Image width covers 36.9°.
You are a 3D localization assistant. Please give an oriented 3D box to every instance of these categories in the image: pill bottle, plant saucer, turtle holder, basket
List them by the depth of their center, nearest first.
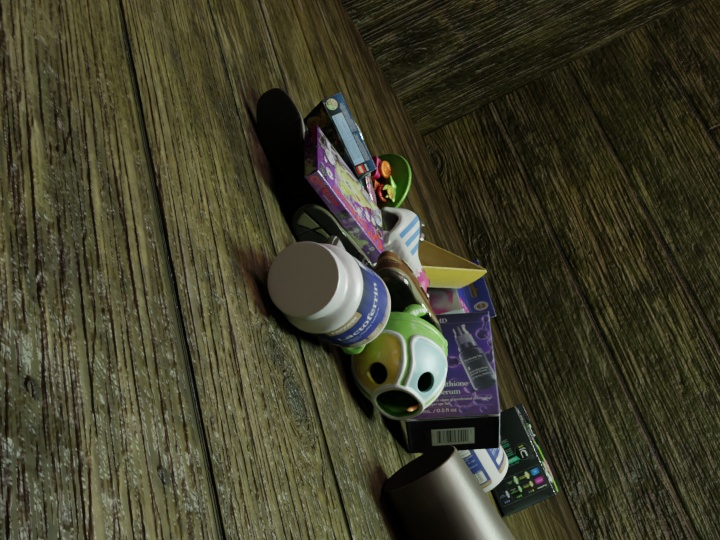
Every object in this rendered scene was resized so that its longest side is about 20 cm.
[{"bbox_3d":[-0.040,0.030,1.391,0.116,0.115,0.200,68,12,18],"label":"pill bottle"},{"bbox_3d":[0.127,0.349,1.443,0.200,0.136,0.180,60,9,-4],"label":"basket"},{"bbox_3d":[0.051,0.127,1.548,0.186,0.140,0.132,74,16,-45],"label":"turtle holder"},{"bbox_3d":[0.163,0.276,1.823,0.200,0.111,0.111,59,12,-28],"label":"pill bottle"},{"bbox_3d":[0.090,-0.014,1.932,0.199,0.049,0.200,3,17,-40],"label":"plant saucer"}]

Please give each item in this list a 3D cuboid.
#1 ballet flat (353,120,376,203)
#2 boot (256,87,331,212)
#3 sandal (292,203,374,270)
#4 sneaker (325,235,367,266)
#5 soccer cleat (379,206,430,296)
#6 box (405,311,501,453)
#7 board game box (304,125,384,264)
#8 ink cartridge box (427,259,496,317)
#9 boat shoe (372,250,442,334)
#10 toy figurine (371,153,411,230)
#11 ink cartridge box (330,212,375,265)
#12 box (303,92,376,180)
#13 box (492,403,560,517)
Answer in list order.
[{"bbox_3d":[-0.012,-0.180,1.904,0.071,0.069,0.201,-64,143,-64],"label":"ballet flat"},{"bbox_3d":[-0.098,-0.182,1.737,0.154,0.073,0.204,35,31,-78],"label":"boot"},{"bbox_3d":[-0.036,-0.023,1.657,0.201,0.080,0.057,60,-2,-23],"label":"sandal"},{"bbox_3d":[-0.003,0.019,1.598,0.075,0.082,0.200,20,-14,34],"label":"sneaker"},{"bbox_3d":[0.059,-0.016,1.751,0.086,0.070,0.201,18,51,-26],"label":"soccer cleat"},{"bbox_3d":[0.140,0.175,1.702,0.105,0.147,0.201,81,5,-51],"label":"box"},{"bbox_3d":[-0.024,-0.116,1.664,0.200,0.032,0.120,52,26,-36],"label":"board game box"},{"bbox_3d":[0.132,0.040,1.977,0.197,0.199,0.043,-100,173,-58],"label":"ink cartridge box"},{"bbox_3d":[0.072,0.048,1.615,0.074,0.075,0.200,-89,161,-44],"label":"boat shoe"},{"bbox_3d":[-0.017,-0.176,2.057,0.184,0.150,0.201,34,54,-44],"label":"toy figurine"},{"bbox_3d":[0.000,0.000,1.771,0.148,0.076,0.201,-5,72,-79],"label":"ink cartridge box"},{"bbox_3d":[-0.051,-0.201,1.814,0.137,0.038,0.200,64,-22,1],"label":"box"},{"bbox_3d":[0.326,0.401,2.299,0.201,0.124,0.149,65,11,10],"label":"box"}]
